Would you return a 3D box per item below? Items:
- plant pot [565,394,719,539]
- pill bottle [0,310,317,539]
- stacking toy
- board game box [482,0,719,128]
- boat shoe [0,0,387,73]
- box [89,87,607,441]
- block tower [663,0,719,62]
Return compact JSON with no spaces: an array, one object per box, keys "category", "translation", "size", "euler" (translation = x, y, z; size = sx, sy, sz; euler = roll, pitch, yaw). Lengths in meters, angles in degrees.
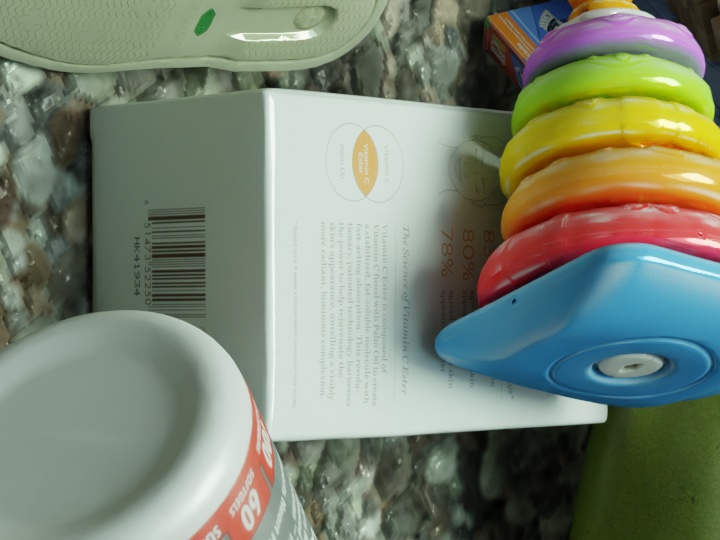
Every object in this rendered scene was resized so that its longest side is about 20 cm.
[{"category":"plant pot","translation":[0.180,0.076,0.965],"size":[0.200,0.200,0.194],"euler":[-34,132,-43]},{"category":"pill bottle","translation":[-0.065,0.119,0.775],"size":[0.116,0.115,0.200],"euler":[-56,142,-32]},{"category":"stacking toy","translation":[0.094,-0.056,0.855],"size":[0.109,0.116,0.201],"euler":[14,62,-33]},{"category":"board game box","translation":[0.141,-0.060,0.958],"size":[0.102,0.200,0.020],"euler":[-14,132,-20]},{"category":"boat shoe","translation":[-0.083,-0.116,0.830],"size":[0.199,0.072,0.068],"euler":[-1,54,-41]},{"category":"box","translation":[0.000,0.000,0.881],"size":[0.199,0.097,0.125],"euler":[2,88,-47]},{"category":"block tower","translation":[0.171,-0.110,0.953],"size":[0.054,0.200,0.058],"euler":[-24,135,-3]}]
